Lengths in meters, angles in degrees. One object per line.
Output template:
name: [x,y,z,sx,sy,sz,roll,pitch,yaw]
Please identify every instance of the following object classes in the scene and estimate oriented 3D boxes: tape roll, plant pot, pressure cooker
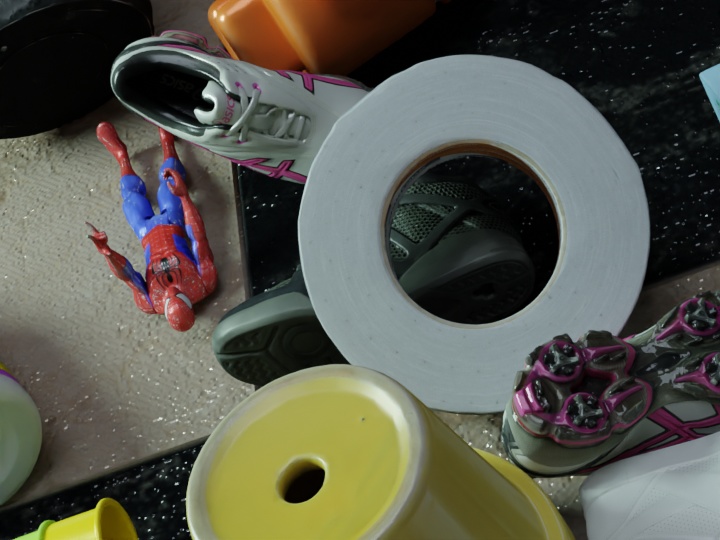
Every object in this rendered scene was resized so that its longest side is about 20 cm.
tape roll: [0.065,-0.018,1.236,0.198,0.066,0.202,0,87,3]
plant pot: [0.005,0.153,1.112,0.199,0.189,0.202,-15,47,16]
pressure cooker: [-0.253,-0.219,1.541,0.175,0.179,0.201,-15,64,-29]

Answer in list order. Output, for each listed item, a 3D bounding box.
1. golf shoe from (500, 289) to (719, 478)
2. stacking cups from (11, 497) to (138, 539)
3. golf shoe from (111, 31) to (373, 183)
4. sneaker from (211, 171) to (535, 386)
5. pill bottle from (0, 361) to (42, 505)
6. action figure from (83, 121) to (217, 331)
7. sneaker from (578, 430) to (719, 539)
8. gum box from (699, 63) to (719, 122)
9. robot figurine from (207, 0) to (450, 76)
golf shoe: [0.170,0.065,1.181,0.198,0.092,0.073,-10,60,-12]
stacking cups: [-0.230,0.189,1.293,0.198,0.061,0.061,-17,46,14]
golf shoe: [-0.067,-0.096,1.394,0.198,0.073,0.092,16,16,9]
sneaker: [0.000,0.000,1.328,0.198,0.077,0.115,-22,44,4]
pill bottle: [-0.291,0.069,1.397,0.104,0.105,0.200,-40,45,-9]
action figure: [-0.142,-0.048,1.427,0.065,0.099,0.201,-22,48,3]
sneaker: [0.212,0.135,1.109,0.199,0.074,0.116,-23,46,21]
gum box: [0.299,-0.102,1.232,0.169,0.045,0.200,-26,22,5]
robot figurine: [-0.005,-0.204,1.474,0.199,0.144,0.117,-36,67,-5]
